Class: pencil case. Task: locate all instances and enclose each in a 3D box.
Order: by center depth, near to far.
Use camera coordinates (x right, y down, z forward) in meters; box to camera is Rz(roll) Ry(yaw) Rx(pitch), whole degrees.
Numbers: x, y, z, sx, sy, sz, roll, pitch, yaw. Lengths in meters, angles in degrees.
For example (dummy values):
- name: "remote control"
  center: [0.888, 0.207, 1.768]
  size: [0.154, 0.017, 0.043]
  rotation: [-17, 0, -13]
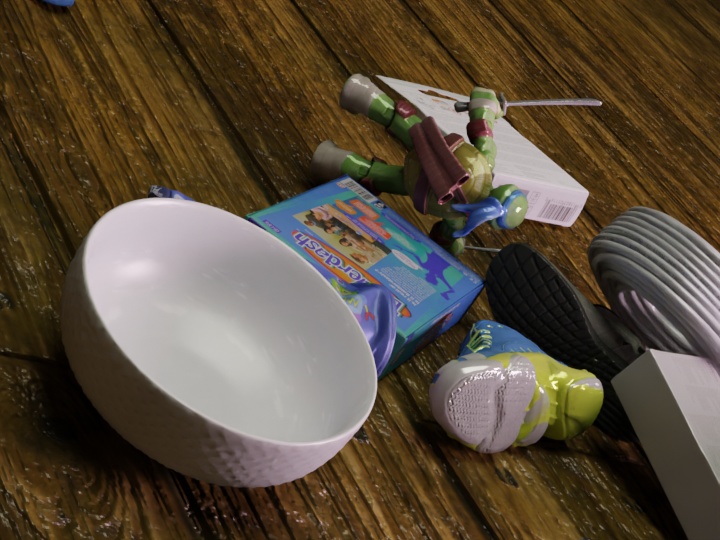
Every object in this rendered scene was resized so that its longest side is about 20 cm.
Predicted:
- name: "pencil case"
  center: [-0.071, 0.013, 1.152]
  size: [0.200, 0.078, 0.087]
  rotation: [24, 47, -23]

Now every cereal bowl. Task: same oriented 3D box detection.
- name: "cereal bowl"
  center: [-0.093, 0.054, 1.018]
  size: [0.200, 0.083, 0.200]
  rotation: [26, 32, -18]

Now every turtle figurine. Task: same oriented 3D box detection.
- name: "turtle figurine"
  center: [0.071, -0.086, 1.466]
  size: [0.194, 0.144, 0.200]
  rotation: [26, 40, 19]

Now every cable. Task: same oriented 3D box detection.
- name: "cable"
  center: [0.276, 0.034, 1.427]
  size: [0.200, 0.069, 0.200]
  rotation: [52, -8, -31]

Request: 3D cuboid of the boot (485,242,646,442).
- name: "boot"
  center: [0.184, 0.052, 1.427]
  size: [0.200, 0.068, 0.131]
  rotation: [49, 19, -1]

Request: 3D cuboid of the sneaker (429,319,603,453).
- name: "sneaker"
  center: [0.092, 0.082, 1.259]
  size: [0.105, 0.076, 0.200]
  rotation: [34, 12, 36]

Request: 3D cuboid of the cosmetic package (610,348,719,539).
- name: "cosmetic package"
  center: [0.268, 0.158, 1.287]
  size: [0.082, 0.051, 0.200]
  rotation: [9, 48, -42]

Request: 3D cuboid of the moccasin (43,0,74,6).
- name: "moccasin"
  center: [-0.302, -0.315, 1.530]
  size: [0.200, 0.068, 0.080]
  rotation: [43, 24, 24]

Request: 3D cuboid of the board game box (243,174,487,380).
- name: "board game box"
  center: [0.000, 0.000, 1.319]
  size: [0.152, 0.045, 0.200]
  rotation: [38, 22, 11]

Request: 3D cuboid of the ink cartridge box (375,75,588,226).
- name: "ink cartridge box"
  center: [0.116, -0.123, 1.738]
  size: [0.160, 0.047, 0.200]
  rotation: [7, 29, -47]

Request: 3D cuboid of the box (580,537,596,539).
- name: "box"
  center: [0.182, 0.264, 0.916]
  size: [0.148, 0.124, 0.200]
  rotation: [15, 29, -34]
